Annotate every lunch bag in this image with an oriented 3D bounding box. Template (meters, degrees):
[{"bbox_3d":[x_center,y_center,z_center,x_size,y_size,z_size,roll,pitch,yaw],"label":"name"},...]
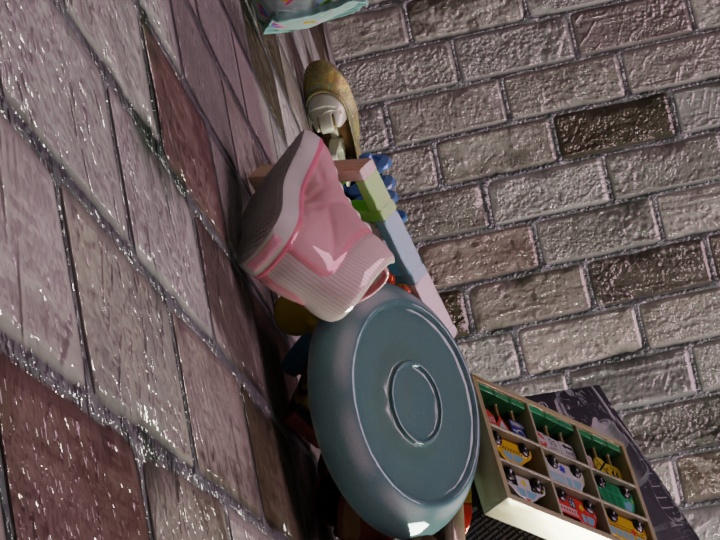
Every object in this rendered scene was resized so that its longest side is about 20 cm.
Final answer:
[{"bbox_3d":[-0.067,-0.331,1.981,0.200,0.122,0.170,-159,-125,-84],"label":"lunch bag"}]

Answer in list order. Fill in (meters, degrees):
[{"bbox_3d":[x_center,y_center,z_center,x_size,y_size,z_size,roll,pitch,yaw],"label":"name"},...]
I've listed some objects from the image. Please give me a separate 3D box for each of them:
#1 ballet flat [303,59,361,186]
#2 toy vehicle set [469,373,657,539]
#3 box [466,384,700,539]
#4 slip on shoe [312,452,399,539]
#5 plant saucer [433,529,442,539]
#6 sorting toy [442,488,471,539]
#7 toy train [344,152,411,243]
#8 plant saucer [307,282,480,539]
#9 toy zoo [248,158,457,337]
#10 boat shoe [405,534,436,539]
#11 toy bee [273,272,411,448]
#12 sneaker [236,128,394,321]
[{"bbox_3d":[-0.034,-0.175,2.557,0.071,0.071,0.200,-95,172,-69],"label":"ballet flat"},{"bbox_3d":[0.162,0.169,1.600,0.200,0.027,0.124,25,36,-39],"label":"toy vehicle set"},{"bbox_3d":[0.178,0.220,1.725,0.200,0.124,0.197,-3,55,-57],"label":"box"},{"bbox_3d":[-0.010,0.173,1.549,0.200,0.061,0.074,-143,-129,-75],"label":"slip on shoe"},{"bbox_3d":[0.025,0.260,1.594,0.200,0.037,0.201,-176,-90,-76],"label":"plant saucer"},{"bbox_3d":[0.059,0.241,1.608,0.200,0.036,0.185,126,-36,-66],"label":"sorting toy"},{"bbox_3d":[-0.015,-0.043,1.800,0.200,0.114,0.087,-96,170,-69],"label":"toy train"},{"bbox_3d":[0.034,0.101,1.464,0.200,0.027,0.200,27,55,-46],"label":"plant saucer"},{"bbox_3d":[0.000,0.000,1.579,0.020,0.131,0.200,-45,120,-35],"label":"toy zoo"},{"bbox_3d":[0.004,0.245,1.465,0.200,0.068,0.072,116,-39,-59],"label":"boat shoe"},{"bbox_3d":[-0.011,0.050,1.521,0.131,0.109,0.200,31,22,-30],"label":"toy bee"},{"bbox_3d":[-0.029,-0.027,1.441,0.105,0.075,0.200,34,23,-13],"label":"sneaker"}]
